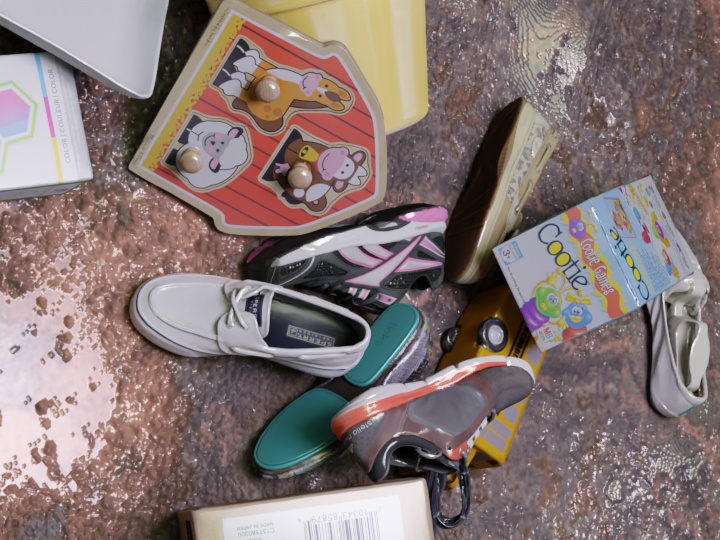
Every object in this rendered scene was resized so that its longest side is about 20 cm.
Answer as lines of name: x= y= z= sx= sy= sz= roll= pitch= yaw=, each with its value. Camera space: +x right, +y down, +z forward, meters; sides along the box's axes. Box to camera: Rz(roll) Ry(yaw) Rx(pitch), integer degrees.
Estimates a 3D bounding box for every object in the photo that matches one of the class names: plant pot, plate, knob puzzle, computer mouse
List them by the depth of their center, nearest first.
plate: x=-0.245 y=-0.238 z=1.305 sx=0.198 sy=0.032 sz=0.201 roll=29 pitch=40 yaw=-25
knob puzzle: x=-0.065 y=-0.102 z=1.340 sx=0.219 sy=0.220 sz=0.031 roll=36 pitch=25 yaw=-21
plant pot: x=-0.025 y=-0.211 z=1.393 sx=0.200 sy=0.200 sz=0.191 roll=-25 pitch=110 yaw=-33
computer mouse: x=0.051 y=0.247 z=1.404 sx=0.058 sy=0.034 sz=0.202 roll=16 pitch=91 yaw=-15

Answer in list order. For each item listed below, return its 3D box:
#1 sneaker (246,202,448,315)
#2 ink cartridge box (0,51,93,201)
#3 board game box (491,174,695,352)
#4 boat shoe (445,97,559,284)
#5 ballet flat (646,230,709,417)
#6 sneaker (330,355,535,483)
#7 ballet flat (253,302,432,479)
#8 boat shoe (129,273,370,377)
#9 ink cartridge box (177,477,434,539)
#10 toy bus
sneaker: x=0.000 y=0.000 z=1.426 sx=0.198 sy=0.080 sz=0.087 roll=-13 pitch=98 yaw=-28
ink cartridge box: x=-0.312 y=-0.104 z=1.254 sx=0.198 sy=0.059 sz=0.105 roll=-9 pitch=85 yaw=-34
board game box: x=0.215 y=-0.009 z=1.491 sx=0.106 sy=0.102 sz=0.200 roll=65 pitch=26 yaw=3
boat shoe: x=0.136 y=-0.068 z=1.525 sx=0.062 sy=0.073 sz=0.201 roll=32 pitch=64 yaw=-20
ballet flat: x=0.319 y=0.043 z=1.624 sx=0.069 sy=0.069 sz=0.202 roll=7 pitch=77 yaw=-31
sneaker: x=0.069 y=0.131 z=1.353 sx=0.198 sy=0.077 sz=0.082 roll=-14 pitch=65 yaw=-31
ballet flat: x=-0.007 y=0.117 z=1.399 sx=0.200 sy=0.072 sz=0.072 roll=-45 pitch=105 yaw=-18
boat shoe: x=-0.087 y=0.036 z=1.342 sx=0.198 sy=0.065 sz=0.074 roll=8 pitch=67 yaw=-13
ink cartridge box: x=-0.038 y=0.260 z=1.317 sx=0.198 sy=0.075 sz=0.167 roll=-6 pitch=83 yaw=-17
toy bus: x=0.106 y=0.107 z=1.476 sx=0.078 sy=0.065 sz=0.201 roll=35 pitch=63 yaw=-23
